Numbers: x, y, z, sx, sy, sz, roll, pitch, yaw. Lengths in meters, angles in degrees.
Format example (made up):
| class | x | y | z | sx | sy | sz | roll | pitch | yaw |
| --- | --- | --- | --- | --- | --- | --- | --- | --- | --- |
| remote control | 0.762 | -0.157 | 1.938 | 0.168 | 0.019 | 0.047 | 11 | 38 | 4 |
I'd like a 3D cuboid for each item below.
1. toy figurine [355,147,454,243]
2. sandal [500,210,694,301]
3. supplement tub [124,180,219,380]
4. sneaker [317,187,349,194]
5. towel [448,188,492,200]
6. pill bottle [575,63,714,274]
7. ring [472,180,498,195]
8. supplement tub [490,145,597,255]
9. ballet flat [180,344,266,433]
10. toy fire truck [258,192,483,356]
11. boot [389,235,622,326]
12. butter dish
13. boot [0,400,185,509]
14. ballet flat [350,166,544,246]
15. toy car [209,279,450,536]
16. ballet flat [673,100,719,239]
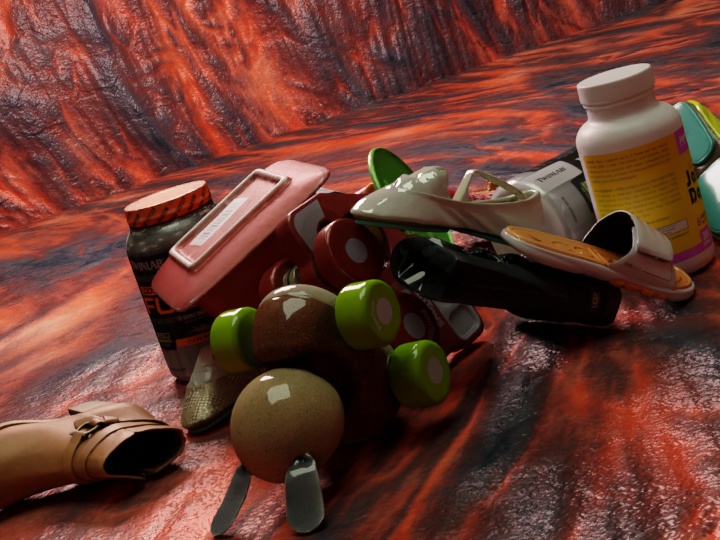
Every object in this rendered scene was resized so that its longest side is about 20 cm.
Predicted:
| class | x | y | z | sx | sy | sz | roll | pitch | yaw |
| --- | --- | --- | --- | --- | --- | --- | --- | --- | --- |
| toy figurine | 0.000 | 0.000 | 1.443 | 0.184 | 0.200 | 0.150 | -34 | -15 | 20 |
| sandal | 0.224 | -0.023 | 1.188 | 0.206 | 0.059 | 0.079 | 13 | 19 | -27 |
| supplement tub | -0.184 | 0.010 | 1.475 | 0.122 | 0.201 | 0.123 | -18 | 13 | 4 |
| sneaker | -0.083 | -0.053 | 1.548 | 0.200 | 0.078 | 0.140 | -26 | 15 | -30 |
| towel | 0.156 | -0.086 | 1.629 | 0.199 | 0.023 | 0.145 | 4 | 5 | -24 |
| pill bottle | 0.271 | -0.094 | 1.293 | 0.104 | 0.201 | 0.104 | -17 | 14 | 4 |
| ring | 0.246 | -0.127 | 1.786 | 0.200 | 0.019 | 0.200 | -11 | 5 | 1 |
| supplement tub | 0.242 | -0.071 | 1.411 | 0.200 | 0.123 | 0.122 | -27 | 16 | -32 |
| ballet flat | -0.136 | 0.097 | 1.356 | 0.070 | 0.065 | 0.200 | -15 | 13 | 23 |
| toy fire truck | 0.015 | 0.013 | 1.233 | 0.112 | 0.200 | 0.168 | -35 | 2 | 43 |
| boot | 0.110 | 0.009 | 1.207 | 0.199 | 0.066 | 0.165 | 5 | -1 | -33 |
| butter dish | -0.089 | -0.002 | 1.334 | 0.200 | 0.148 | 0.199 | -44 | 19 | -7 |
| boot | -0.269 | 0.180 | 1.215 | 0.200 | 0.077 | 0.155 | -19 | 15 | -36 |
| ballet flat | 0.081 | -0.062 | 1.198 | 0.199 | 0.070 | 0.069 | 7 | 0 | -29 |
| toy car | -0.045 | 0.127 | 1.064 | 0.164 | 0.158 | 0.200 | -13 | 42 | 35 |
| ballet flat | 0.380 | -0.104 | 1.398 | 0.067 | 0.067 | 0.200 | -48 | 35 | 32 |
